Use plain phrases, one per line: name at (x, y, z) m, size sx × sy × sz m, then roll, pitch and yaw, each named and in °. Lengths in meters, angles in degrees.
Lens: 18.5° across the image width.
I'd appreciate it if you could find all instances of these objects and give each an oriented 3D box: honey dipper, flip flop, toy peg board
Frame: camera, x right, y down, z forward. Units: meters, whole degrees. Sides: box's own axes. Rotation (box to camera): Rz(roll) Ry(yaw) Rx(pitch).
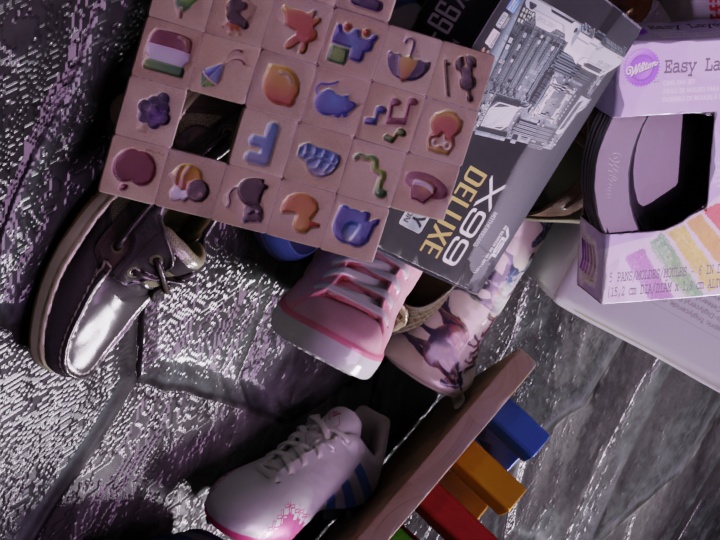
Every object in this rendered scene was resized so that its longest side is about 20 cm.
honey dipper at (-0.070, -0.151, 1.252) m, size 0.200 × 0.038 × 0.038 m, roll -45°, pitch 150°, yaw -18°
flip flop at (0.134, -0.072, 1.517) m, size 0.058 × 0.199 × 0.082 m, roll -140°, pitch -131°, yaw -87°
toy peg board at (0.061, 0.179, 1.635) m, size 0.199 × 0.098 × 0.200 m, roll -47°, pitch -178°, yaw -21°

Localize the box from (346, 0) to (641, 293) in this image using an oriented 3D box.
box at (0.071, -0.096, 1.334) m, size 0.201 × 0.050 × 0.158 m, roll -58°, pitch 147°, yaw 5°

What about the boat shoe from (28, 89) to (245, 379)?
boat shoe at (-0.118, -0.021, 1.264) m, size 0.201 × 0.066 × 0.072 m, roll -59°, pitch 153°, yaw 1°

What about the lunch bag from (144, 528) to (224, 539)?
lunch bag at (-0.128, 0.280, 1.473) m, size 0.132 × 0.136 × 0.201 m, roll 1°, pitch 117°, yaw -59°

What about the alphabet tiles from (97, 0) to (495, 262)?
alphabet tiles at (-0.029, -0.099, 1.233) m, size 0.199 × 0.008 × 0.168 m, roll 14°, pitch 100°, yaw -18°

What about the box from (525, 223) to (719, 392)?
box at (0.248, -0.021, 1.656) m, size 0.172 × 0.199 × 0.199 m, roll -61°, pitch -172°, yaw 5°

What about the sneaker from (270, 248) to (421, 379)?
sneaker at (0.000, 0.000, 1.424) m, size 0.105 × 0.075 × 0.200 m, roll -63°, pitch 180°, yaw 11°

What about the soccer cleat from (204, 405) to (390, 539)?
soccer cleat at (-0.043, 0.137, 1.551) m, size 0.200 × 0.070 × 0.087 m, roll -11°, pitch 127°, yaw -64°

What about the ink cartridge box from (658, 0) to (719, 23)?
ink cartridge box at (0.297, -0.246, 1.490) m, size 0.199 × 0.085 × 0.145 m, roll -18°, pitch 134°, yaw -2°

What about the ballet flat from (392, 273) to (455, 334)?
ballet flat at (0.060, -0.022, 1.504) m, size 0.200 × 0.067 × 0.046 m, roll -44°, pitch -170°, yaw 29°

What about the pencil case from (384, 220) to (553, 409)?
pencil case at (0.085, -0.006, 1.590) m, size 0.201 × 0.089 × 0.078 m, roll -62°, pitch 180°, yaw 3°

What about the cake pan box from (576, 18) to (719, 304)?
cake pan box at (0.241, -0.076, 1.490) m, size 0.199 × 0.052 × 0.185 m, roll -3°, pitch 107°, yaw -17°

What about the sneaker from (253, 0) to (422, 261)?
sneaker at (-0.010, -0.086, 1.363) m, size 0.074 × 0.082 × 0.201 m, roll -19°, pitch 135°, yaw -52°

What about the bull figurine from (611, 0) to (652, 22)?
bull figurine at (0.148, -0.228, 1.481) m, size 0.121 × 0.065 × 0.200 m, roll -39°, pitch 135°, yaw -16°
